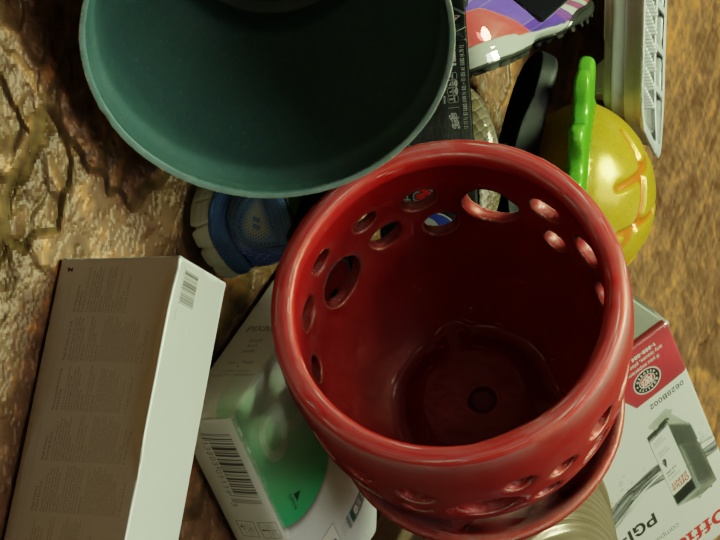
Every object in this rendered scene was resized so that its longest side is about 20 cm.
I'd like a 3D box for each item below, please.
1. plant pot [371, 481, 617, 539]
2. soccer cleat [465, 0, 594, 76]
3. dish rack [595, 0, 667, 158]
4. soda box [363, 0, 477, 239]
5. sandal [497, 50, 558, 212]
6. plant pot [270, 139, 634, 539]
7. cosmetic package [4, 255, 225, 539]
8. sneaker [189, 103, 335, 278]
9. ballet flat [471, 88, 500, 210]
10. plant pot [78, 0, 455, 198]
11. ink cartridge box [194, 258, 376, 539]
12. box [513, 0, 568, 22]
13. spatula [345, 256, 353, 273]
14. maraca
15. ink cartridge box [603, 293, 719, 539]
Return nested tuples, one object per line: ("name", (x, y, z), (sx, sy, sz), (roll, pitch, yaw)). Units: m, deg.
("plant pot", (0.104, 0.208, 1.501), (0.201, 0.093, 0.201), (-14, 115, -33))
("soccer cleat", (0.104, -0.187, 1.611), (0.200, 0.068, 0.073), (-31, 101, -55))
("dish rack", (0.204, -0.180, 1.735), (0.200, 0.043, 0.172), (24, 68, -78))
("soda box", (0.040, -0.071, 1.416), (0.071, 0.063, 0.200), (-90, 176, -55))
("sandal", (0.088, -0.059, 1.582), (0.045, 0.075, 0.200), (16, 81, -16))
("plant pot", (0.059, 0.050, 1.326), (0.183, 0.200, 0.201), (71, 30, -65))
("cosmetic package", (-0.132, 0.094, 1.214), (0.051, 0.082, 0.200), (33, 62, -55))
("sneaker", (-0.027, -0.082, 1.374), (0.079, 0.089, 0.200), (50, 48, -46))
("ballet flat", (0.054, -0.025, 1.527), (0.046, 0.067, 0.201), (-2, 98, -62))
("plant pot", (-0.050, -0.160, 1.271), (0.134, 0.200, 0.201), (-92, 160, -53))
("ink cartridge box", (-0.023, 0.086, 1.417), (0.200, 0.050, 0.161), (-55, 133, -40))
("box", (0.063, -0.283, 1.394), (0.200, 0.104, 0.182), (33, 25, -38))
("spatula", (0.000, 0.000, 1.460), (0.057, 0.021, 0.200), (-14, 91, -74))
("maraca", (0.155, -0.063, 1.620), (0.200, 0.107, 0.137), (80, 13, -60))
("ink cartridge box", (0.172, 0.131, 1.631), (0.147, 0.083, 0.200), (-36, 126, -11))
